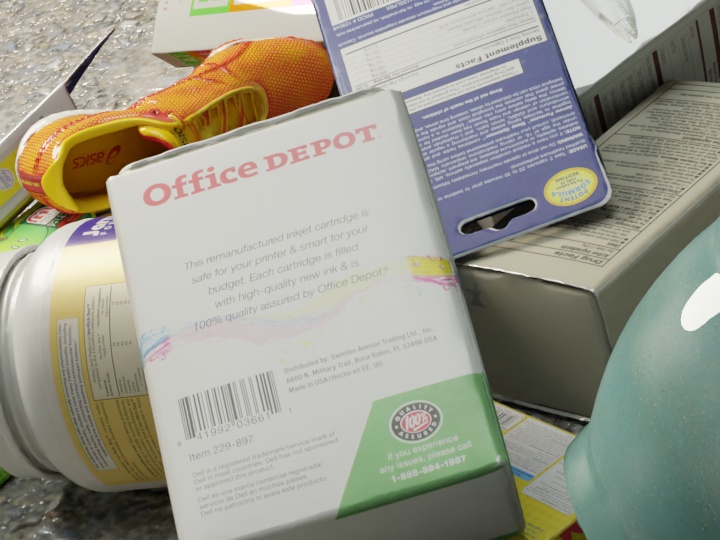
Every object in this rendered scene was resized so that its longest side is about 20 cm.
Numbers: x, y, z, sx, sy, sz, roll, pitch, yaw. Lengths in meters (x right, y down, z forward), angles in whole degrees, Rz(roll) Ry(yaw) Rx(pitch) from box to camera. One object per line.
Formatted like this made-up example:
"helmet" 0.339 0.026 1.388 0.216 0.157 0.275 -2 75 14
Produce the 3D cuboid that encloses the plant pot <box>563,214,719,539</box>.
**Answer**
"plant pot" 0.170 0.082 0.939 0.134 0.200 0.201 -38 22 22

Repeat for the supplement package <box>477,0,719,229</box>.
"supplement package" 0.121 -0.126 1.301 0.200 0.117 0.117 -37 62 -5

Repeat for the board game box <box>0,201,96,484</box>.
"board game box" -0.211 0.057 1.273 0.047 0.102 0.200 5 36 39

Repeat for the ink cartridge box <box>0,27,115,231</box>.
"ink cartridge box" -0.222 -0.049 1.398 0.200 0.047 0.198 -44 5 -15

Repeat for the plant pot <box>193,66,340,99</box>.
"plant pot" -0.005 -0.158 1.479 0.199 0.187 0.187 -31 27 6

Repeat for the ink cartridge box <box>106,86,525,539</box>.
"ink cartridge box" -0.022 0.035 1.027 0.145 0.088 0.201 -17 61 3

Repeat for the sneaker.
"sneaker" -0.096 -0.076 1.299 0.199 0.073 0.077 -26 26 -21

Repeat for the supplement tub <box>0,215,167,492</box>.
"supplement tub" -0.090 0.039 1.187 0.199 0.146 0.146 -7 30 19

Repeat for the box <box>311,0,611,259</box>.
"box" 0.053 -0.089 1.209 0.121 0.032 0.201 -19 56 6

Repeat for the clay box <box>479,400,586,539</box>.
"clay box" 0.028 0.142 1.039 0.200 0.048 0.115 -36 33 -26

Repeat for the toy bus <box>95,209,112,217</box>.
"toy bus" -0.071 -0.050 1.383 0.199 0.065 0.079 -18 69 2

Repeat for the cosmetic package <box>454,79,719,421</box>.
"cosmetic package" 0.152 -0.013 1.198 0.103 0.088 0.200 13 41 44

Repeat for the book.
"book" -0.036 -0.192 1.390 0.199 0.048 0.134 0 71 42
